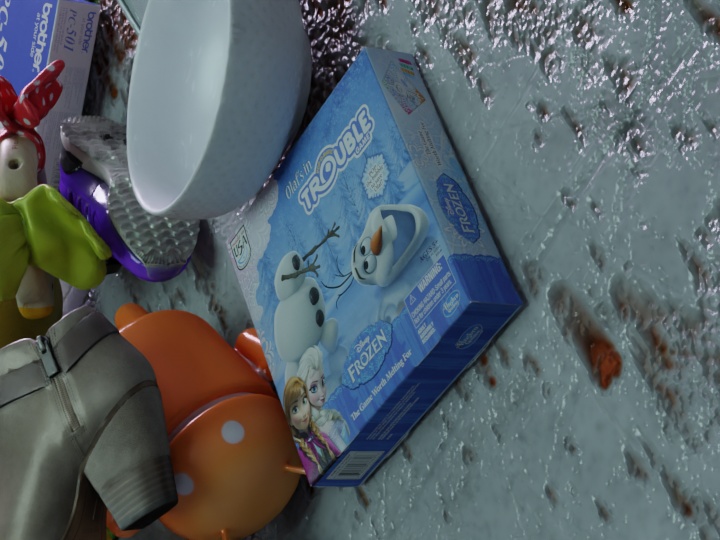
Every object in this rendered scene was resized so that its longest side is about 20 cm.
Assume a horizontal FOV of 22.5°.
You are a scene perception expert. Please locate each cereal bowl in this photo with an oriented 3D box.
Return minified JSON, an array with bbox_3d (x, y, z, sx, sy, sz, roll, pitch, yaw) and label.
[{"bbox_3d":[-0.089,-0.128,1.226,0.200,0.083,0.200,-171,90,-66],"label":"cereal bowl"}]

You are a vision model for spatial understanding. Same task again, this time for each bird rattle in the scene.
[{"bbox_3d":[-0.259,-0.054,1.360,0.163,0.113,0.200,96,159,-54],"label":"bird rattle"}]

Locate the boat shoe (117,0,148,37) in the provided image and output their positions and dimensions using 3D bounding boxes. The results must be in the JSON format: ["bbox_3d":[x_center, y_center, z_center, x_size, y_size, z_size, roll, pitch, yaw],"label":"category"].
[{"bbox_3d":[-0.178,-0.242,1.387,0.072,0.070,0.201,-54,49,30],"label":"boat shoe"}]

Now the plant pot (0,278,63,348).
[{"bbox_3d":[-0.333,0.077,1.448,0.200,0.200,0.142,-60,30,33],"label":"plant pot"}]

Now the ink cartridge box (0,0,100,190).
[{"bbox_3d":[-0.273,-0.131,1.500,0.094,0.044,0.200,24,106,46],"label":"ink cartridge box"}]

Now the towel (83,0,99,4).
[{"bbox_3d":[-0.292,-0.182,1.581,0.200,0.031,0.149,20,104,54],"label":"towel"}]

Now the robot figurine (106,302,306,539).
[{"bbox_3d":[-0.114,0.103,1.224,0.200,0.144,0.117,43,134,38],"label":"robot figurine"}]

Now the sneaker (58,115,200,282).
[{"bbox_3d":[-0.182,-0.032,1.388,0.200,0.070,0.100,53,136,48],"label":"sneaker"}]

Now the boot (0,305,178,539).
[{"bbox_3d":[-0.210,0.123,1.161,0.200,0.070,0.146,-32,74,6],"label":"boot"}]

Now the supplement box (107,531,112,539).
[{"bbox_3d":[-0.237,0.236,1.292,0.109,0.109,0.200,21,150,24],"label":"supplement box"}]

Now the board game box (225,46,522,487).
[{"bbox_3d":[0.000,0.000,1.139,0.200,0.043,0.199,-52,46,39],"label":"board game box"}]

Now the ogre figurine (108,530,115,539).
[{"bbox_3d":[-0.270,0.209,1.441,0.200,0.120,0.098,1,89,54],"label":"ogre figurine"}]
